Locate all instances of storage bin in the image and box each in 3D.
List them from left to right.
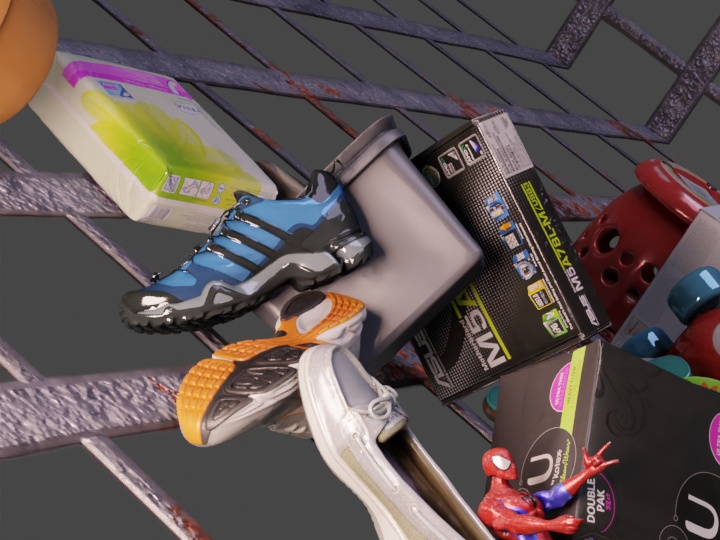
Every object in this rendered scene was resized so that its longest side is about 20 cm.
[{"bbox_3d":[0.000,0.000,1.485,0.134,0.200,0.146,47,-1,9],"label":"storage bin"}]

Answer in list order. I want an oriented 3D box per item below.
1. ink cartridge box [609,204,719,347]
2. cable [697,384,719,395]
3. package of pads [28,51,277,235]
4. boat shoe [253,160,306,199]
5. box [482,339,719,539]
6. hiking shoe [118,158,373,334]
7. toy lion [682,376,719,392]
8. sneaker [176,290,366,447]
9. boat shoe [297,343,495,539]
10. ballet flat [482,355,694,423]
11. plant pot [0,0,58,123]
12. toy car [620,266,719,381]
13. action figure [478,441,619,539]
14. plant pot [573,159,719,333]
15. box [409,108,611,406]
[{"bbox_3d":[0.370,0.031,2.026,0.084,0.200,0.175,38,18,18],"label":"ink cartridge box"},{"bbox_3d":[0.228,0.158,1.554,0.199,0.164,0.051,19,-19,4],"label":"cable"},{"bbox_3d":[-0.183,-0.109,1.649,0.154,0.068,0.200,10,30,-50],"label":"package of pads"},{"bbox_3d":[-0.035,-0.034,1.697,0.073,0.075,0.200,12,29,-49],"label":"boat shoe"},{"bbox_3d":[0.209,0.165,1.409,0.199,0.124,0.149,25,61,-26],"label":"box"},{"bbox_3d":[-0.093,-0.012,1.386,0.087,0.199,0.074,68,-18,6],"label":"hiking shoe"},{"bbox_3d":[0.333,0.161,1.608,0.200,0.192,0.069,34,-4,5],"label":"toy lion"},{"bbox_3d":[-0.055,0.092,1.330,0.075,0.092,0.200,11,28,32],"label":"sneaker"},{"bbox_3d":[0.027,0.133,1.267,0.203,0.065,0.074,61,26,10],"label":"boat shoe"},{"bbox_3d":[0.207,0.129,1.660,0.199,0.069,0.068,-8,38,-8],"label":"ballet flat"},{"bbox_3d":[-0.330,-0.198,1.449,0.200,0.200,0.140,45,5,34],"label":"plant pot"},{"bbox_3d":[0.298,0.116,1.759,0.199,0.177,0.185,-5,51,-44],"label":"toy car"},{"bbox_3d":[0.148,0.197,1.251,0.065,0.099,0.201,4,52,-53],"label":"action figure"},{"bbox_3d":[0.363,-0.015,2.181,0.200,0.183,0.201,32,17,-11],"label":"plant pot"},{"bbox_3d":[0.093,-0.007,1.546,0.047,0.193,0.201,-23,86,-42],"label":"box"}]
